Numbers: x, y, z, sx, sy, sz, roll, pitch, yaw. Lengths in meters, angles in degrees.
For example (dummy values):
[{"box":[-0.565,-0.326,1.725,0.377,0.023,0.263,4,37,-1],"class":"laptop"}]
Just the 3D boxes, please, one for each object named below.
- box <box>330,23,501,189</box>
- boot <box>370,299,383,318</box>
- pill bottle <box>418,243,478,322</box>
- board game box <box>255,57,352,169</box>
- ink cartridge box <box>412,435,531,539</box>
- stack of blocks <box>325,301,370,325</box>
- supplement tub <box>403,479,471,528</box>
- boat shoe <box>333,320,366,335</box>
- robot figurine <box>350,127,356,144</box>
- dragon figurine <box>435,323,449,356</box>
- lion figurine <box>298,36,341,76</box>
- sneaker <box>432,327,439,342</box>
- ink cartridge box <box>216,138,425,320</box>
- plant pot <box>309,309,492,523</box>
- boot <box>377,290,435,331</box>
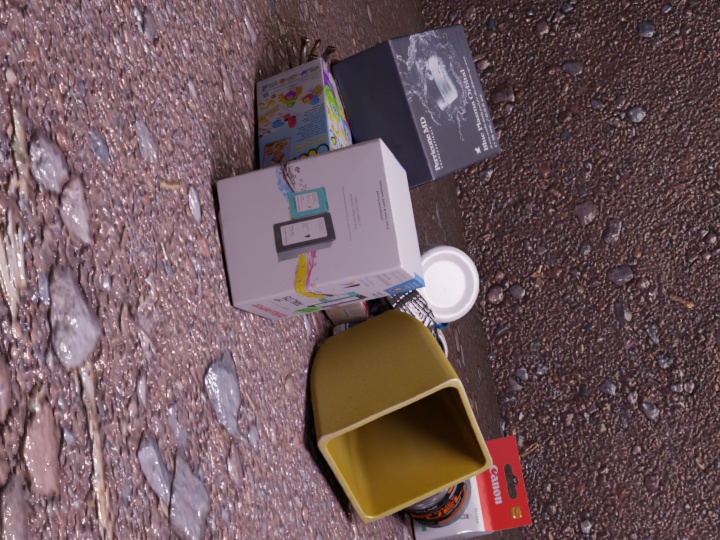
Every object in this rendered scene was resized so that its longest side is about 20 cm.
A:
[{"box":[0.083,-0.228,1.480,0.199,0.116,0.200,-26,99,-49],"class":"box"},{"box":[0.037,0.073,1.785,0.200,0.064,0.168,21,55,-71],"class":"boot"},{"box":[0.107,0.016,1.649,0.200,0.112,0.117,-166,-120,-79],"class":"pill bottle"},{"box":[-0.071,-0.166,1.391,0.103,0.103,0.203,57,20,-48],"class":"board game box"},{"box":[0.180,0.371,1.780,0.050,0.196,0.164,54,25,-59],"class":"ink cartridge box"},{"box":[-0.032,-0.014,1.477,0.201,0.057,0.117,66,20,-64],"class":"stack of blocks"},{"box":[0.102,0.329,1.647,0.200,0.120,0.125,53,26,-60],"class":"supplement tub"},{"box":[0.016,0.134,1.576,0.200,0.069,0.073,59,19,-63],"class":"boat shoe"},{"box":[0.003,-0.155,1.558,0.149,0.124,0.204,23,72,-37],"class":"robot figurine"},{"box":[0.107,0.068,1.797,0.059,0.097,0.204,-61,149,-71],"class":"dragon figurine"},{"box":[-0.071,-0.283,1.623,0.201,0.071,0.125,-93,-167,-65],"class":"lion figurine"},{"box":[0.092,0.156,1.739,0.075,0.079,0.203,-74,160,-48],"class":"sneaker"},{"box":[-0.043,-0.041,1.188,0.147,0.196,0.149,31,48,-73],"class":"ink cartridge box"},{"box":[0.037,0.173,1.391,0.201,0.192,0.196,-113,179,-48],"class":"plant pot"},{"box":[0.033,0.011,1.518,0.203,0.067,0.130,65,-13,-6],"class":"boot"}]
